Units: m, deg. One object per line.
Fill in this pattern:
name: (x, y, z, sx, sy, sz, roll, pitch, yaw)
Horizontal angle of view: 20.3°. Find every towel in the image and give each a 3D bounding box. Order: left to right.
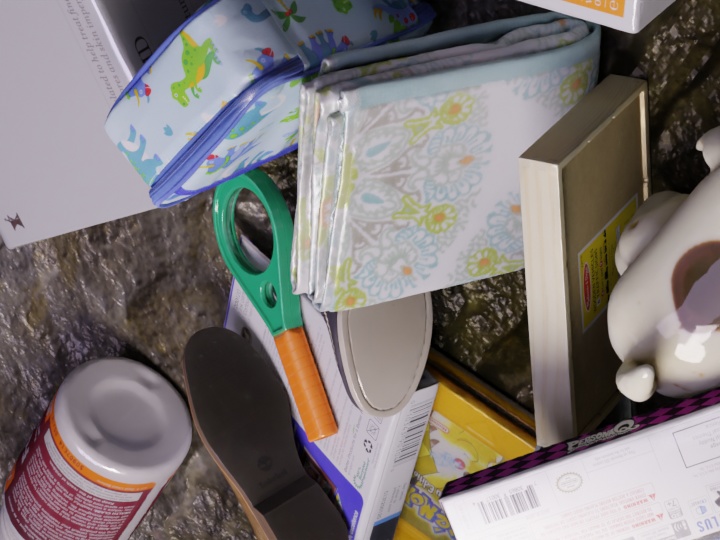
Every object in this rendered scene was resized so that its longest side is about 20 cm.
towel: (0.052, -0.066, 1.238, 0.048, 0.199, 0.172, -126, 32, -44)

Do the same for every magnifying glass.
magnifying glass: (-0.058, 0.024, 1.429, 0.079, 0.022, 0.201, -27, 78, 53)

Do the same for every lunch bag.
lunch bag: (-0.057, -0.124, 1.265, 0.083, 0.200, 0.161, 54, 131, 5)

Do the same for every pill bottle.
pill bottle: (-0.223, 0.170, 1.631, 0.114, 0.114, 0.200, 42, 133, 7)

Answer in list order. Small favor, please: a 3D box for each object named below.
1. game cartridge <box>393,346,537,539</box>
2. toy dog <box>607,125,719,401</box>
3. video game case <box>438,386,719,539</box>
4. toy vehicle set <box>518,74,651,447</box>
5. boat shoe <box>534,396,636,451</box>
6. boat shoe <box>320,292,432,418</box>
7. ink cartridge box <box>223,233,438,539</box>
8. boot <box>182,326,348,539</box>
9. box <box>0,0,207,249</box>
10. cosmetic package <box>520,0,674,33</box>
game cartridge: (0.071, 0.166, 1.467, 0.176, 0.032, 0.201, 33, 131, 16)
toy dog: (0.222, -0.026, 1.133, 0.140, 0.193, 0.200, 51, 142, 15)
video game case: (0.170, 0.176, 1.160, 0.199, 0.036, 0.182, -21, 100, 15)
toy vehicle set: (0.143, -0.004, 1.243, 0.026, 0.124, 0.201, 12, 123, 30)
boat shoe: (0.136, 0.133, 1.287, 0.072, 0.200, 0.071, 23, 124, -3)
boat shoe: (0.000, 0.000, 1.362, 0.063, 0.072, 0.201, -12, 83, 58)
ink cartridge box: (-0.035, 0.101, 1.477, 0.200, 0.043, 0.199, 44, 136, 35)
boot: (-0.081, 0.139, 1.465, 0.201, 0.073, 0.075, 63, 154, 13)
box: (-0.190, -0.143, 1.400, 0.199, 0.131, 0.200, -12, 110, 40)
cosmetic package: (0.093, -0.221, 1.182, 0.199, 0.071, 0.102, 20, 127, 27)
